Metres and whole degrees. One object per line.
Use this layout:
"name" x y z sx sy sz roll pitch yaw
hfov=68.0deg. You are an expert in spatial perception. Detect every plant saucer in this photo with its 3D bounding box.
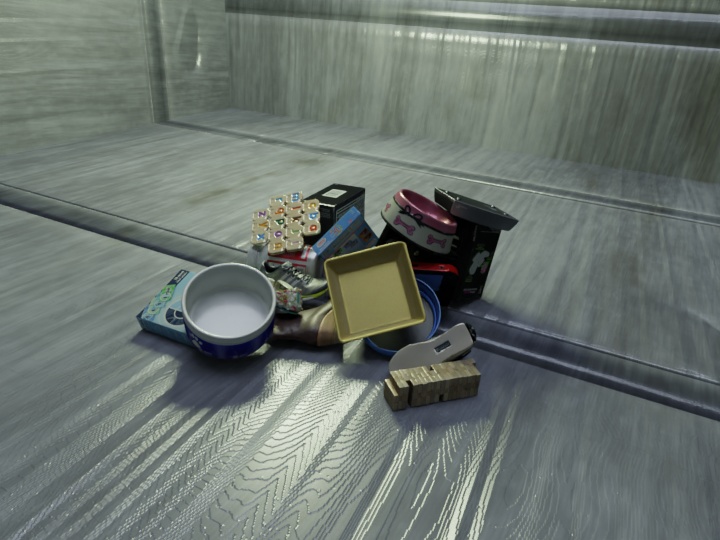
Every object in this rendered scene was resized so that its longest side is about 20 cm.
"plant saucer" 0.030 0.053 1.198 0.195 0.049 0.204 -13 64 -1

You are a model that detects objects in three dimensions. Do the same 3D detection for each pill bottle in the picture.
"pill bottle" -0.203 -0.020 1.449 0.195 0.115 0.113 8 26 9

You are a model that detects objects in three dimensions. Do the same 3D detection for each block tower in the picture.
"block tower" 0.147 0.225 1.064 0.195 0.055 0.058 -7 28 -19

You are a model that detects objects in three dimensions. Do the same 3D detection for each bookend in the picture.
"bookend" 0.124 -0.018 1.409 0.091 0.203 0.199 9 30 -40

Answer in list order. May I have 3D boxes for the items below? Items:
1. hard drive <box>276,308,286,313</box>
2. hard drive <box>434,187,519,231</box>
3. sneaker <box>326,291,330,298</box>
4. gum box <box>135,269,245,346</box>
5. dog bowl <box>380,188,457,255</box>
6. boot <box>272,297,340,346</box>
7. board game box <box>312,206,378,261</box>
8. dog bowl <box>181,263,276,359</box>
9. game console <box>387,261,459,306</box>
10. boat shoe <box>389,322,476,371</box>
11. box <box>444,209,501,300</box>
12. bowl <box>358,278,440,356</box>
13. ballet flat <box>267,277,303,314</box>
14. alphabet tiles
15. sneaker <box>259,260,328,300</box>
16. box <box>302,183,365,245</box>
"hard drive" -0.280 0.083 1.331 0.195 0.027 0.132 -4 27 -16
"hard drive" 0.288 -0.153 1.352 0.196 0.043 0.135 13 18 -23
"sneaker" 0.000 0.000 1.407 0.197 0.076 0.115 -28 12 20
"gum box" -0.384 0.087 1.237 0.195 0.045 0.171 14 46 20
"dog bowl" 0.150 -0.124 1.301 0.196 0.075 0.201 25 22 -11
"boot" -0.119 0.103 1.255 0.162 0.074 0.201 4 28 -2
"board game box" -0.033 -0.072 1.433 0.037 0.151 0.200 46 1 24
"dog bowl" -0.280 0.085 1.146 0.195 0.080 0.203 7 48 -7
"game console" 0.137 0.039 1.328 0.194 0.179 0.032 5 55 0
"boat shoe" 0.156 0.186 1.141 0.196 0.093 0.076 -23 64 -1
"box" 0.264 -0.043 1.430 0.123 0.205 0.147 0 19 -46
"bowl" 0.086 0.105 1.223 0.195 0.040 0.204 -5 53 6
"ballet flat" -0.204 0.053 1.265 0.197 0.066 0.075 12 0 38
"alphabet tiles" -0.201 -0.129 1.444 0.190 0.015 0.204 -10 54 6
"sneaker" -0.169 0.023 1.330 0.194 0.083 0.074 3 24 10
"box" -0.079 -0.131 1.588 0.121 0.203 0.200 12 27 25
